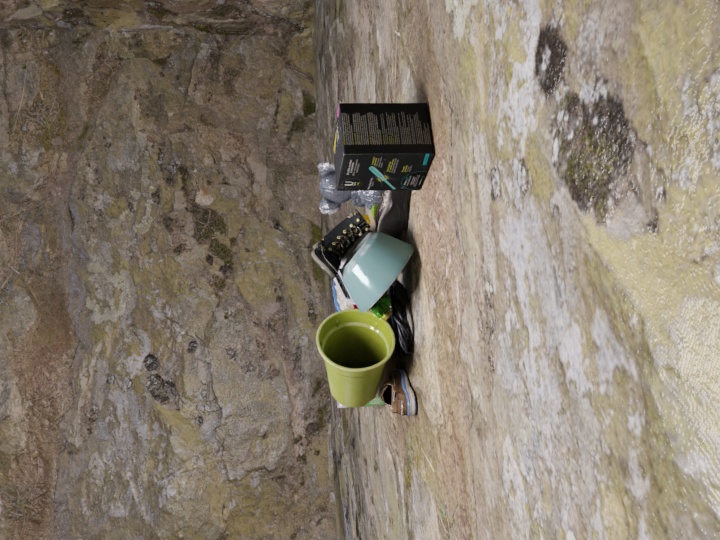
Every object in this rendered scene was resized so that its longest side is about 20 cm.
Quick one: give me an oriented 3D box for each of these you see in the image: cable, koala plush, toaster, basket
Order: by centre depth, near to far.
[{"bbox_3d":[0.092,0.137,1.619,0.203,0.049,0.166,-102,14,-47],"label":"cable"},{"bbox_3d":[0.000,0.000,1.703,0.112,0.129,0.204,5,127,52],"label":"toaster"},{"bbox_3d":[-0.030,-0.250,1.865,0.185,0.193,0.182,-110,21,-62],"label":"koala plush"},{"bbox_3d":[-0.029,0.097,2.052,0.200,0.136,0.180,-47,38,38],"label":"basket"}]

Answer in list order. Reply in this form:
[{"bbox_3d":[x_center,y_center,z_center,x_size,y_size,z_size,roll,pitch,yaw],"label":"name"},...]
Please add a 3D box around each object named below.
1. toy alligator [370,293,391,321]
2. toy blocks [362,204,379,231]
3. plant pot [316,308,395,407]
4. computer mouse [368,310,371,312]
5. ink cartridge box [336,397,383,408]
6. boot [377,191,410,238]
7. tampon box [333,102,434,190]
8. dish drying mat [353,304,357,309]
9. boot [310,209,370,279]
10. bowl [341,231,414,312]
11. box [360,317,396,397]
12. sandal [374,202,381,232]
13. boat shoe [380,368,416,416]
[{"bbox_3d":[0.050,0.079,1.593,0.055,0.059,0.200,-51,5,2],"label":"toy alligator"},{"bbox_3d":[0.047,-0.074,1.785,0.201,0.097,0.140,125,130,-60],"label":"toy blocks"},{"bbox_3d":[-0.015,0.235,1.613,0.203,0.194,0.188,-102,12,-48],"label":"plant pot"},{"bbox_3d":[0.028,0.102,1.847,0.200,0.057,0.035,-54,-19,-68],"label":"computer mouse"},{"bbox_3d":[-0.005,0.316,1.975,0.084,0.140,0.207,129,139,-76],"label":"ink cartridge box"},{"bbox_3d":[0.074,-0.186,1.607,0.152,0.071,0.205,-107,22,-56],"label":"boot"},{"bbox_3d":[0.044,-0.266,1.385,0.151,0.193,0.130,111,156,-66],"label":"tampon box"},{"bbox_3d":[-0.001,0.055,1.857,0.201,0.018,0.079,-68,-32,-69],"label":"dish drying mat"},{"bbox_3d":[-0.044,-0.069,1.551,0.074,0.153,0.204,47,-173,-17],"label":"boot"},{"bbox_3d":[0.026,-0.012,1.518,0.202,0.104,0.201,-51,5,6],"label":"bowl"},{"bbox_3d":[0.044,0.228,1.743,0.094,0.076,0.207,-13,-75,-54],"label":"box"},{"bbox_3d":[0.077,-0.092,1.668,0.054,0.081,0.206,-21,55,43],"label":"sandal"},{"bbox_3d":[0.086,0.302,1.615,0.200,0.070,0.075,-130,39,-76],"label":"boat shoe"}]
